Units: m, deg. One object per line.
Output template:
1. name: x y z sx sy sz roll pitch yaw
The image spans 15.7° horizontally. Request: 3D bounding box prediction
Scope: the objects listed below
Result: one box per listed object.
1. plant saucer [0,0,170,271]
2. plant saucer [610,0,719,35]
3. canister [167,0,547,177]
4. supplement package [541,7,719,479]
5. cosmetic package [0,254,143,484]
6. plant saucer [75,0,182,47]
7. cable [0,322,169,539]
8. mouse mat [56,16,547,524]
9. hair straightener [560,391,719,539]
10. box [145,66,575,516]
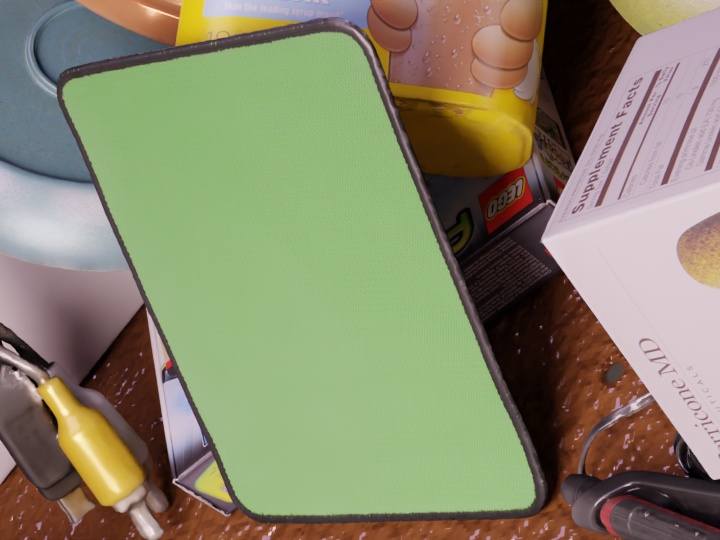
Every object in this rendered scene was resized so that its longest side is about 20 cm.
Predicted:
1. plant saucer: -0.106 -0.083 1.081 0.028 0.198 0.201 99 170 -48
2. plant saucer: 0.164 -0.170 0.969 0.199 0.031 0.202 -12 65 27
3. canister: 0.008 -0.145 1.000 0.147 0.087 0.202 6 73 3
4. supplement package: 0.176 -0.028 0.802 0.199 0.114 0.110 -19 30 39
5. cosmetic package: -0.153 -0.017 1.180 0.200 0.107 0.085 -49 37 4
6. plant saucer: -0.052 -0.152 1.107 0.201 0.199 0.038 -114 34 -49
7. cable: -0.146 0.025 1.068 0.050 0.201 0.097 -33 24 -10
8. mouse mat: -0.024 0.007 0.962 0.160 0.201 0.008 -5 26 41
9. hair straightener: 0.139 0.076 0.855 0.077 0.041 0.199 -45 27 -21
10. box: 0.000 0.000 1.058 0.200 0.035 0.111 -38 40 21
